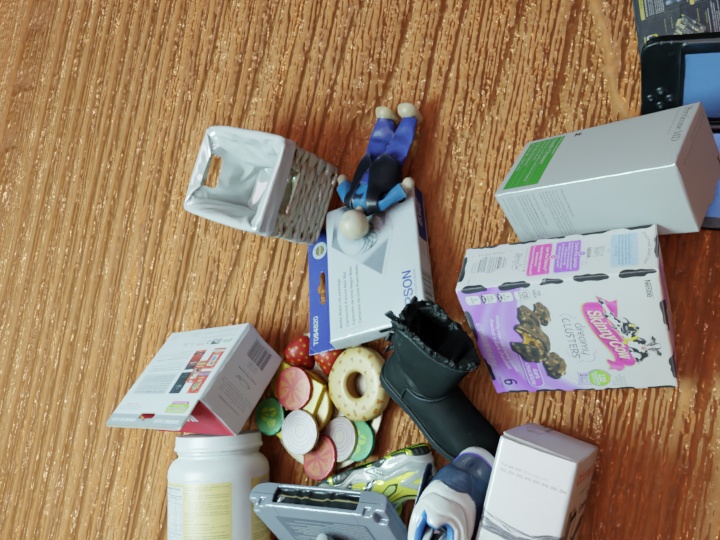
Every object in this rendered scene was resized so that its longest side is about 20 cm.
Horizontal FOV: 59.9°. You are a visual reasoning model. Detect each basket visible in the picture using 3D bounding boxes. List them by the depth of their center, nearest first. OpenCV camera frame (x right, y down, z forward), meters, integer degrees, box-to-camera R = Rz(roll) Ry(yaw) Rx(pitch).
[{"bbox_3d":[-0.144,-0.121,0.913,0.199,0.123,0.137,19,91,43],"label":"basket"}]

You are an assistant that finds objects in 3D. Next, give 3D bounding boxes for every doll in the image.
[{"bbox_3d":[0.019,-0.131,0.854,0.135,0.048,0.202,4,66,39],"label":"doll"}]

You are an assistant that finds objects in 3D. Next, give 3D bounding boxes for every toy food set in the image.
[{"bbox_3d":[-0.054,0.184,0.878,0.198,0.049,0.200,22,94,30],"label":"toy food set"}]

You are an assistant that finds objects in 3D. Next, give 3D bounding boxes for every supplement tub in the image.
[{"bbox_3d":[-0.198,0.334,0.881,0.144,0.145,0.203,-8,78,28],"label":"supplement tub"}]

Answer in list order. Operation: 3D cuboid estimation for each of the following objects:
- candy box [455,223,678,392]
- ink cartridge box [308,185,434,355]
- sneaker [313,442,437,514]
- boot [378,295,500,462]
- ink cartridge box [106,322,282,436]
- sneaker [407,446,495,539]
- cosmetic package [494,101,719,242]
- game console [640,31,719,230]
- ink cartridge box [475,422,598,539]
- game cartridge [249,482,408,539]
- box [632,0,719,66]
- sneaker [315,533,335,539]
[{"bbox_3d":[0.225,0.049,0.674,0.198,0.169,0.072,-8,37,28],"label":"candy box"},{"bbox_3d":[0.000,0.000,0.857,0.198,0.041,0.202,-18,61,26],"label":"ink cartridge box"},{"bbox_3d":[0.011,0.290,0.812,0.199,0.075,0.077,-28,75,27],"label":"sneaker"},{"bbox_3d":[0.102,0.132,0.725,0.198,0.163,0.073,41,58,19],"label":"boot"},{"bbox_3d":[-0.239,0.174,0.891,0.198,0.084,0.176,-10,38,41],"label":"ink cartridge box"},{"bbox_3d":[0.090,0.305,0.690,0.080,0.146,0.202,22,119,29],"label":"sneaker"},{"bbox_3d":[0.262,-0.095,0.670,0.199,0.085,0.108,-7,38,48],"label":"cosmetic package"},{"bbox_3d":[0.390,-0.140,0.645,0.198,0.176,0.117,8,57,29],"label":"game console"},{"bbox_3d":[0.184,0.280,0.674,0.083,0.145,0.203,14,90,29],"label":"ink cartridge box"},{"bbox_3d":[-0.032,0.327,0.803,0.198,0.134,0.041,-5,37,27],"label":"game cartridge"},{"bbox_3d":[0.394,-0.312,0.704,0.159,0.049,0.203,-9,78,26],"label":"box"},{"bbox_3d":[-0.021,0.417,0.790,0.076,0.078,0.202,-4,112,17],"label":"sneaker"}]
